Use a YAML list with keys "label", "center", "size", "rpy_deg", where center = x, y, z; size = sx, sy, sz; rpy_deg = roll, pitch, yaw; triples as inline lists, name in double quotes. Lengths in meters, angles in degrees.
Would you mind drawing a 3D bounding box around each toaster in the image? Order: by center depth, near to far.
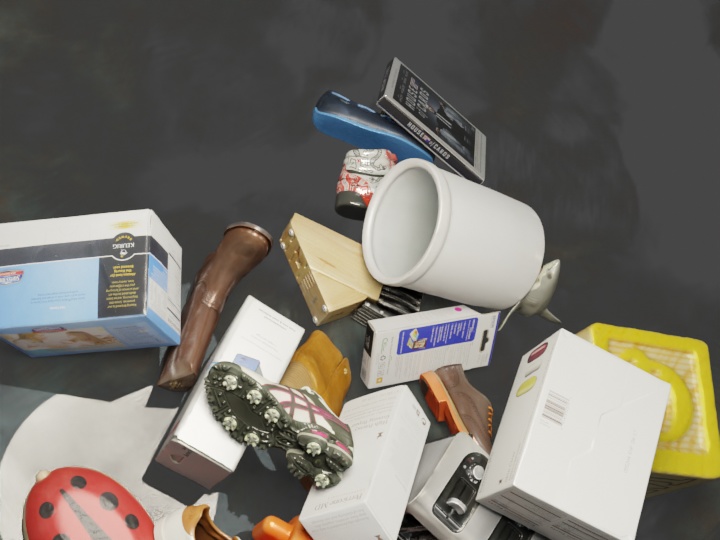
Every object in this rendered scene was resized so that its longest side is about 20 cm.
- label: "toaster"
  center: [0.114, 0.308, 1.199]
  size: [0.181, 0.200, 0.119]
  rpy_deg: [45, 59, -8]

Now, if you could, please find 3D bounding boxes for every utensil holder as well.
- label: "utensil holder"
  center: [0.129, -0.044, 1.296]
  size: [0.198, 0.169, 0.173]
  rpy_deg: [14, 63, -33]

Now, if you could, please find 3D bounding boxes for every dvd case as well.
- label: "dvd case"
  center: [0.112, -0.227, 1.443]
  size: [0.199, 0.025, 0.151]
  rpy_deg: [38, 31, -16]

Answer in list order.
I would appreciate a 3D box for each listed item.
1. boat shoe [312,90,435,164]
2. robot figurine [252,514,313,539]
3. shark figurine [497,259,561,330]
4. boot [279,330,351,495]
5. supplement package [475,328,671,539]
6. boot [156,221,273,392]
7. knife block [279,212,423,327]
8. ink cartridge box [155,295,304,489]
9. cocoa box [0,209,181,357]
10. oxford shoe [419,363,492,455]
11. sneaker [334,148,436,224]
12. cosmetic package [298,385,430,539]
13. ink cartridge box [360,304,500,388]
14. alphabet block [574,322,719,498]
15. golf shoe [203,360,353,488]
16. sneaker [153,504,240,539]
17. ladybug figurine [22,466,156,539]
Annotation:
- label: "boat shoe"
  center: [0.028, -0.221, 1.434]
  size: [0.198, 0.084, 0.069]
  rpy_deg: [26, 59, -12]
- label: "robot figurine"
  center: [-0.049, 0.376, 1.145]
  size: [0.198, 0.117, 0.144]
  rpy_deg: [32, 18, -7]
- label: "shark figurine"
  center: [0.259, 0.043, 1.391]
  size: [0.089, 0.214, 0.129]
  rpy_deg: [29, 96, 0]
- label: "boot"
  center: [-0.041, 0.192, 1.247]
  size: [0.144, 0.070, 0.204]
  rpy_deg: [-47, 121, -55]
- label: "supplement package"
  center: [0.249, 0.202, 1.110]
  size: [0.154, 0.111, 0.202]
  rpy_deg: [27, 62, -5]
- label: "boot"
  center: [-0.186, 0.053, 1.185]
  size: [0.064, 0.186, 0.202]
  rpy_deg: [29, 59, -14]
- label: "knife block"
  center: [0.000, 0.000, 1.344]
  size: [0.174, 0.064, 0.202]
  rpy_deg: [-19, 77, -27]
- label: "ink cartridge box"
  center: [-0.163, 0.154, 1.172]
  size: [0.087, 0.145, 0.201]
  rpy_deg: [31, 61, -6]
- label: "cocoa box"
  center: [-0.325, 0.020, 1.132]
  size: [0.197, 0.134, 0.133]
  rpy_deg: [-5, 70, 6]
- label: "oxford shoe"
  center: [0.154, 0.207, 1.273]
  size: [0.072, 0.072, 0.201]
  rpy_deg: [-21, 59, -15]
- label: "sneaker"
  center: [0.062, -0.118, 1.413]
  size: [0.198, 0.067, 0.109]
  rpy_deg: [13, 68, -13]
- label: "cosmetic package"
  center: [0.009, 0.238, 1.142]
  size: [0.074, 0.101, 0.201]
  rpy_deg: [56, 31, -20]
- label: "ink cartridge box"
  center: [0.098, 0.103, 1.323]
  size: [0.197, 0.096, 0.037]
  rpy_deg: [-7, 33, -22]
- label: "alphabet block"
  center: [0.355, 0.204, 1.321]
  size: [0.193, 0.200, 0.198]
  rpy_deg: [8, 67, -18]
- label: "golf shoe"
  center: [-0.092, 0.165, 1.089]
  size: [0.199, 0.077, 0.088]
  rpy_deg: [40, 28, -12]
- label: "sneaker"
  center: [-0.162, 0.367, 1.103]
  size: [0.202, 0.084, 0.073]
  rpy_deg: [61, 21, -3]
- label: "ladybug figurine"
  center: [-0.308, 0.309, 1.095]
  size: [0.200, 0.072, 0.136]
  rpy_deg: [46, 61, 1]
